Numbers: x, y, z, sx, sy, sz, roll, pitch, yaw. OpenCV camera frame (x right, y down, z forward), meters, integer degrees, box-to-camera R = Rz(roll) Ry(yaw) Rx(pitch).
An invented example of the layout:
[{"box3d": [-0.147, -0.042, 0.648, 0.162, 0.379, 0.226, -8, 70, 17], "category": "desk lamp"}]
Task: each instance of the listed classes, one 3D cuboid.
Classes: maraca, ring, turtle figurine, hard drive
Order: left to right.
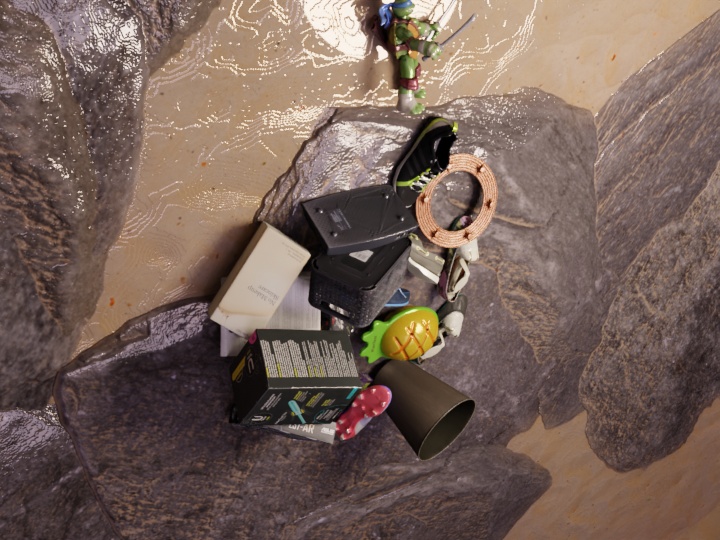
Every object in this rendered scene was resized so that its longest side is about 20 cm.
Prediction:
[{"box3d": [-0.002, -0.096, 1.622, 0.198, 0.135, 0.043, -15, 143, -26], "category": "hard drive"}, {"box3d": [0.086, 0.143, 1.855, 0.198, 0.107, 0.139, -12, 127, -26], "category": "maraca"}, {"box3d": [0.123, -0.388, 1.497, 0.198, 0.144, 0.196, -15, 131, -20], "category": "turtle figurine"}, {"box3d": [0.205, -0.144, 1.769, 0.198, 0.019, 0.203, -8, 110, -22], "category": "ring"}]

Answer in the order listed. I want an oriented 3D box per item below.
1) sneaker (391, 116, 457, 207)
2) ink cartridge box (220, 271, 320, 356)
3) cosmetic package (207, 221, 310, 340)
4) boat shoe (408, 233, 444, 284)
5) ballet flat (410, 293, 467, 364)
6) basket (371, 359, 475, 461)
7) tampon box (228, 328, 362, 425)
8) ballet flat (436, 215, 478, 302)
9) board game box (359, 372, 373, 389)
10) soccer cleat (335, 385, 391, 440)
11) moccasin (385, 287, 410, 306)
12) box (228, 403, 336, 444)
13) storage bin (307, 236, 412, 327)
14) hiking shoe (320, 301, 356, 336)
[{"box3d": [0.128, -0.208, 1.662, 0.071, 0.083, 0.202, 10, 114, -37], "category": "sneaker"}, {"box3d": [-0.177, 0.086, 1.662, 0.197, 0.050, 0.163, 0, 100, -12], "category": "ink cartridge box"}, {"box3d": [-0.191, 0.022, 1.580, 0.103, 0.073, 0.201, 31, 94, -18], "category": "cosmetic package"}, {"box3d": [0.102, -0.042, 1.769, 0.201, 0.072, 0.061, 36, 76, -36], "category": "boat shoe"}, {"box3d": [0.188, 0.144, 1.950, 0.200, 0.068, 0.068, -46, 132, 1], "category": "ballet flat"}, {"box3d": [0.131, 0.299, 1.914, 0.180, 0.200, 0.137, -41, 144, -13], "category": "basket"}, {"box3d": [-0.125, 0.201, 1.587, 0.198, 0.127, 0.150, 5, 143, -32], "category": "tampon box"}, {"box3d": [0.222, -0.019, 1.860, 0.068, 0.071, 0.202, -2, 120, -31], "category": "ballet flat"}, {"box3d": [-0.035, 0.274, 1.845, 0.120, 0.032, 0.200, -49, 168, 1], "category": "board game box"}, {"box3d": [0.011, 0.316, 1.922, 0.200, 0.067, 0.076, -49, 166, 33], "category": "soccer cleat"}, {"box3d": [0.043, 0.037, 1.760, 0.199, 0.080, 0.069, 3, 96, -55], "category": "moccasin"}, {"box3d": [-0.163, 0.313, 1.728, 0.159, 0.199, 0.044, 19, 74, -24], "category": "box"}, {"box3d": [0.000, 0.000, 1.627, 0.200, 0.134, 0.095, -47, 154, -47], "category": "storage bin"}, {"box3d": [-0.041, 0.127, 1.743, 0.100, 0.075, 0.203, 0, 91, -40], "category": "hiking shoe"}]
